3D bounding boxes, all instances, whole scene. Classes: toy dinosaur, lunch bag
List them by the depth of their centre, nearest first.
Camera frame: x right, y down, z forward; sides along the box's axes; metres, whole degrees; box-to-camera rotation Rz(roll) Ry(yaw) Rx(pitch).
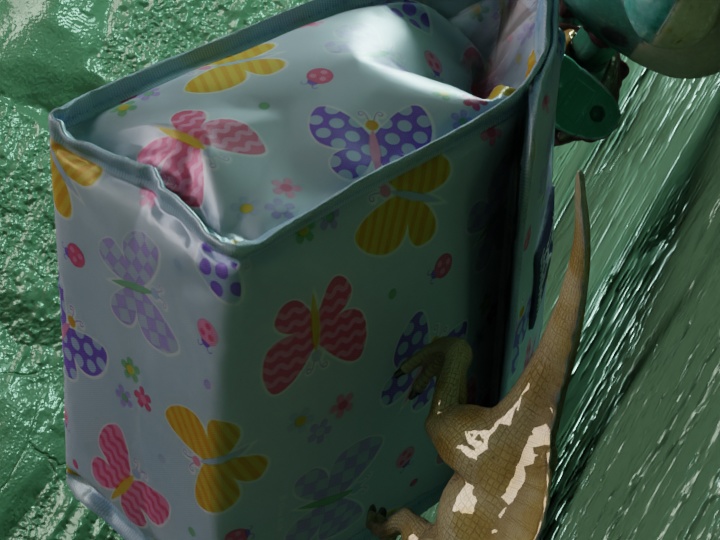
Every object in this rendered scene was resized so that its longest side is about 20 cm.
[{"bbox_3d":[0.044,0.060,0.713,0.101,0.058,0.201,-119,49,-71],"label":"toy dinosaur"},{"bbox_3d":[0.000,0.000,0.810,0.199,0.127,0.171,-28,-43,-36],"label":"lunch bag"}]

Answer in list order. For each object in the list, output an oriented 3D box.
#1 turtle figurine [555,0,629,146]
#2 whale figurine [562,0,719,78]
[{"bbox_3d":[0.093,-0.110,1.200,0.200,0.100,0.151,-178,103,-72],"label":"turtle figurine"},{"bbox_3d":[0.119,-0.151,0.779,0.160,0.103,0.200,-61,-1,-16],"label":"whale figurine"}]
